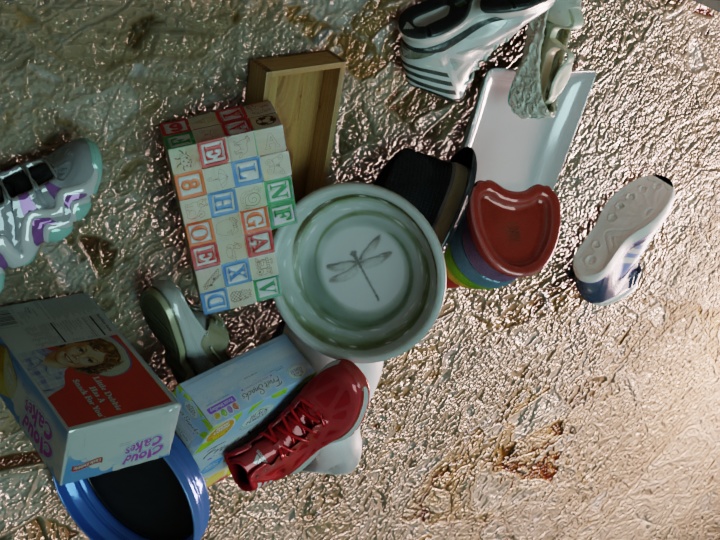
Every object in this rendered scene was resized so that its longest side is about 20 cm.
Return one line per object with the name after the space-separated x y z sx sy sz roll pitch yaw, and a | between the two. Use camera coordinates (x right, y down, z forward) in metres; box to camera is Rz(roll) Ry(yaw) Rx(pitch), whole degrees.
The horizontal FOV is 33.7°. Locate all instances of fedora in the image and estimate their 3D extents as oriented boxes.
0.053 -0.067 1.371 0.092 0.201 0.201 26 105 -11 | fedora

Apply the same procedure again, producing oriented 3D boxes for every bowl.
-0.248 0.232 1.284 0.039 0.201 0.201 -39 147 -50 | bowl

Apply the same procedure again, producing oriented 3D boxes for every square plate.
0.195 -0.166 1.497 0.200 0.028 0.198 -7 125 -40 | square plate

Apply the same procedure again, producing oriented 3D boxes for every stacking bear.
0.141 -0.029 1.450 0.121 0.200 0.114 3 79 -24 | stacking bear

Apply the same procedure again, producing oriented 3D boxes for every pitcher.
-0.033 0.118 1.429 0.121 0.172 0.200 3 110 1 | pitcher

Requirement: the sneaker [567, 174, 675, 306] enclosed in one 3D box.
0.393 -0.036 1.756 0.200 0.081 0.146 -49 149 -6 | sneaker

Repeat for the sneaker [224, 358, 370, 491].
-0.073 0.184 1.302 0.116 0.078 0.200 -28 158 -52 | sneaker

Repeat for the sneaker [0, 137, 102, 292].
-0.332 -0.063 1.052 0.200 0.078 0.140 -48 142 -2 | sneaker

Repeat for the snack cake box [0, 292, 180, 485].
-0.275 0.107 1.145 0.115 0.200 0.067 -9 127 -38 | snack cake box

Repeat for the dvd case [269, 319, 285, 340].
-0.024 0.075 1.498 0.200 0.016 0.149 18 108 -48 | dvd case

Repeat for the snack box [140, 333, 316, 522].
-0.162 0.177 1.337 0.169 0.068 0.200 -25 156 -46 | snack box

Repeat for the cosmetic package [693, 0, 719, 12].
0.554 -0.398 1.508 0.199 0.200 0.123 -27 134 -25 | cosmetic package

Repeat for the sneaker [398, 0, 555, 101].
0.130 -0.263 1.339 0.200 0.076 0.115 -23 143 -17 | sneaker

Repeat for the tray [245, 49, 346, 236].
-0.079 -0.131 1.265 0.099 0.037 0.200 -15 131 -35 | tray

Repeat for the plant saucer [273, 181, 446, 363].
0.000 0.000 1.298 0.200 0.200 0.050 -65 171 19 | plant saucer

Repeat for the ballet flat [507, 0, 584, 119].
0.228 -0.270 1.388 0.072 0.072 0.200 -3 111 -42 | ballet flat

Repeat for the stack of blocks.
-0.127 -0.062 1.215 0.115 0.059 0.200 -14 125 -10 | stack of blocks

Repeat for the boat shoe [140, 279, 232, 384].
-0.185 0.068 1.304 0.068 0.075 0.200 -35 150 -18 | boat shoe
